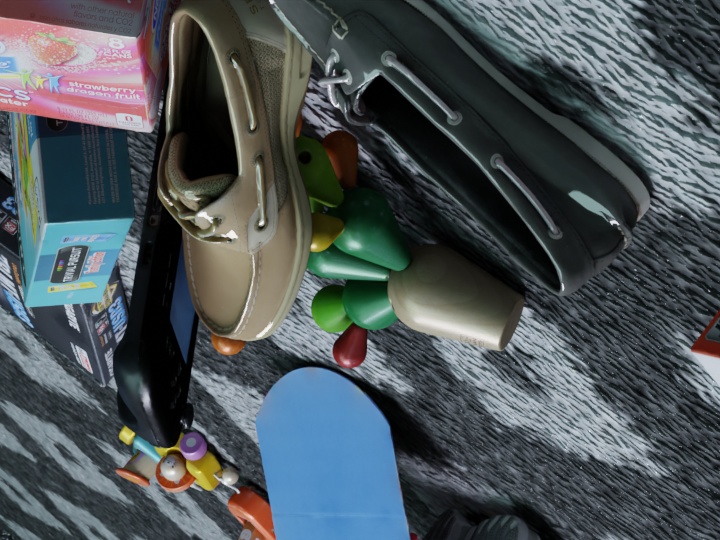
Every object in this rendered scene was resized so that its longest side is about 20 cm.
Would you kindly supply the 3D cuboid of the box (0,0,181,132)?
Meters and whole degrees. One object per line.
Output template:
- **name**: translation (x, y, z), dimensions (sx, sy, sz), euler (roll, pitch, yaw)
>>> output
- **box**: translation (-0.185, -0.139, 1.030), dimensions (0.199, 0.095, 0.103), euler (9, 159, 3)

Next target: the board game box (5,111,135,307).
- **board game box**: translation (-0.158, -0.075, 1.197), dimensions (0.200, 0.047, 0.151), euler (131, 133, -73)

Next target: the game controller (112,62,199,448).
- **game controller**: translation (-0.093, -0.014, 1.144), dimensions (0.042, 0.201, 0.104), euler (7, 156, -2)

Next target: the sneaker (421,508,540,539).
- **sneaker**: translation (0.083, 0.214, 1.536), dimensions (0.082, 0.075, 0.200), euler (40, 165, -12)

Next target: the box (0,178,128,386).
- **box**: translation (-0.268, -0.011, 1.756), dimensions (0.198, 0.050, 0.200), euler (37, 164, 12)

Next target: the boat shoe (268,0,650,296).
- **boat shoe**: translation (0.029, -0.066, 0.960), dimensions (0.200, 0.057, 0.067), euler (36, 163, 10)

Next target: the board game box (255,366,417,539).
- **board game box**: translation (-0.002, 0.160, 1.533), dimensions (0.158, 0.039, 0.201), euler (-9, 92, 54)

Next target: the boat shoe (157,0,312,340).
- **boat shoe**: translation (-0.067, -0.047, 1.057), dimensions (0.071, 0.064, 0.201), euler (27, 130, 32)

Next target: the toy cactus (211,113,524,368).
- **toy cactus**: translation (0.000, 0.000, 1.159), dimensions (0.165, 0.102, 0.200), euler (23, 148, 16)

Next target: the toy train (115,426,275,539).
- **toy train**: translation (-0.145, 0.197, 2.013), dimensions (0.200, 0.056, 0.150), euler (16, 151, 52)

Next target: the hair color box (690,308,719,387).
- **hair color box**: translation (0.227, 0.053, 0.838), dimensions (0.102, 0.061, 0.200), euler (47, 163, -27)
